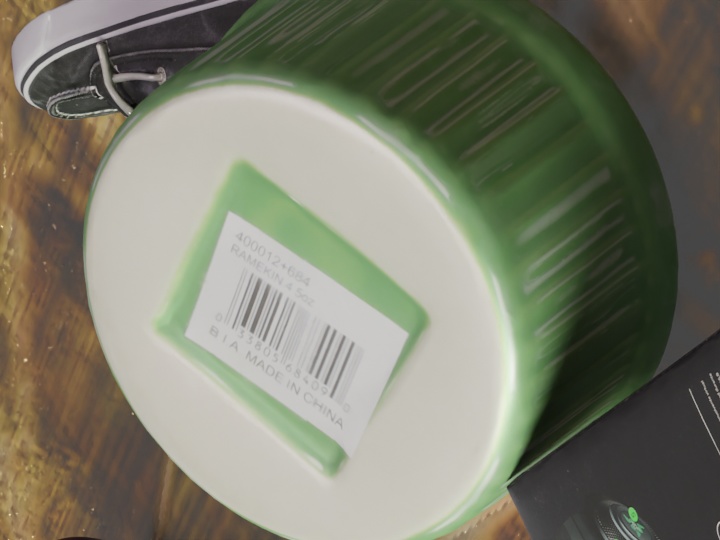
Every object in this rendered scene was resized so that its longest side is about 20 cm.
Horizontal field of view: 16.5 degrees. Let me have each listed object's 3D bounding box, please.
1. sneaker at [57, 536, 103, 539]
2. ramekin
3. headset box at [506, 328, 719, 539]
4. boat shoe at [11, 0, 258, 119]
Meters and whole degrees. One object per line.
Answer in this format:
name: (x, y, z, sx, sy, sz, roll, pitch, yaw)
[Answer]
sneaker: (-0.066, 0.149, 1.065, 0.200, 0.075, 0.090, 28, 126, 32)
ramekin: (0.000, 0.000, 0.862, 0.200, 0.098, 0.201, 15, 120, 28)
headset box: (0.146, 0.104, 0.742, 0.174, 0.093, 0.200, 64, 154, 12)
boat shoe: (-0.070, -0.076, 0.988, 0.199, 0.073, 0.068, -11, 79, 43)
